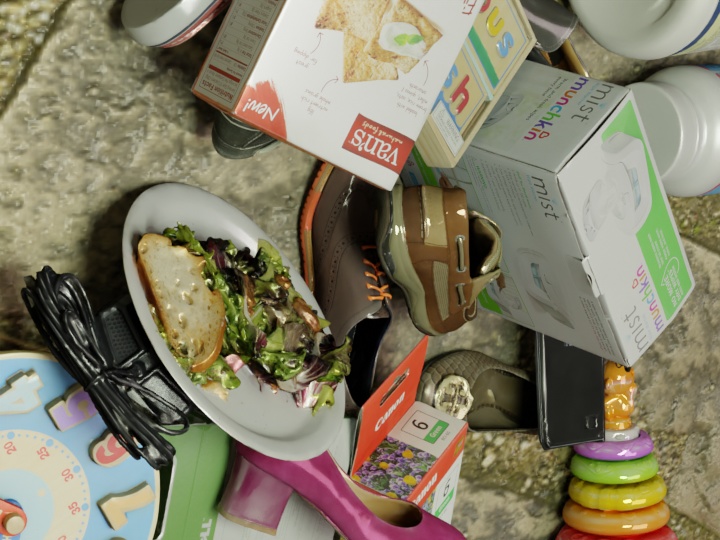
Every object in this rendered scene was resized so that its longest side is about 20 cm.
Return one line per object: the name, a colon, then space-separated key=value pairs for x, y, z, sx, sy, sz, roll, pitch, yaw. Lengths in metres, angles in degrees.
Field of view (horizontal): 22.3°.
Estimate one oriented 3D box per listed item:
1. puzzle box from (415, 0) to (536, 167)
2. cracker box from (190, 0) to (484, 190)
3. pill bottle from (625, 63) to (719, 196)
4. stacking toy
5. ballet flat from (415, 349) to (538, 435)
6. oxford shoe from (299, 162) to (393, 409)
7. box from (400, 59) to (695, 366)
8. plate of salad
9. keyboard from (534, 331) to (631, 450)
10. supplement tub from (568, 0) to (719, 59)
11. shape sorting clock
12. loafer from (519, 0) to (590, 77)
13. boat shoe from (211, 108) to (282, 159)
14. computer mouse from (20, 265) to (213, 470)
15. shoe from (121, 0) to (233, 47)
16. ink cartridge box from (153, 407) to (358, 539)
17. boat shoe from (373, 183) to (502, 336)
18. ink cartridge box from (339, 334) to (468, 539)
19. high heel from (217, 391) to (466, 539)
puzzle box: x=0.045 y=-0.184 z=1.204 sx=0.133 sy=0.025 sz=0.200 roll=-57 pitch=134 yaw=-29
cracker box: x=0.002 y=-0.165 z=1.100 sx=0.133 sy=0.058 sz=0.201 roll=23 pitch=96 yaw=-39
pill bottle: x=0.291 y=-0.118 z=1.528 sx=0.199 sy=0.108 sz=0.110 roll=-7 pitch=111 yaw=-45
stacking toy: x=0.222 y=0.172 z=1.589 sx=0.116 sy=0.109 sz=0.202 roll=-19 pitch=109 yaw=-59
ballet flat: x=0.115 y=0.106 z=1.473 sx=0.199 sy=0.046 sz=0.068 roll=14 pitch=96 yaw=-49
oxford shoe: x=0.000 y=0.000 z=1.286 sx=0.071 sy=0.072 sz=0.202 roll=-5 pitch=109 yaw=-46
box: x=0.128 y=-0.048 z=1.328 sx=0.097 sy=0.176 sz=0.201 roll=-47 pitch=134 yaw=-23
plate of salad: x=-0.070 y=0.026 z=1.155 sx=0.048 sy=0.201 sz=0.200 roll=-35 pitch=148 yaw=26
keyboard: x=0.184 y=0.043 z=1.507 sx=0.126 sy=0.021 sz=0.202 roll=-2 pitch=92 yaw=-41
supplement tub: x=0.268 y=-0.245 z=1.425 sx=0.199 sy=0.144 sz=0.146 roll=-14 pitch=115 yaw=-44
shape sorting clock: x=-0.212 y=0.147 z=1.100 sx=0.199 sy=0.039 sz=0.202 roll=-8 pitch=108 yaw=-25
loafer: x=0.126 y=-0.184 z=1.337 sx=0.200 sy=0.072 sz=0.073 roll=61 pitch=38 yaw=-45
boat shoe: x=-0.033 y=-0.142 z=1.208 sx=0.200 sy=0.071 sz=0.064 roll=-42 pitch=165 yaw=-39
computer mouse: x=-0.132 y=0.046 z=1.142 sx=0.139 sy=0.053 sz=0.200 roll=56 pitch=27 yaw=1
shoe: x=-0.062 y=-0.191 z=1.143 sx=0.201 sy=0.071 sz=0.091 roll=-54 pitch=132 yaw=-23
ink cartridge box: x=-0.097 y=0.143 z=1.250 sx=0.199 sy=0.059 sz=0.105 roll=3 pitch=103 yaw=-47
boat shoe: x=0.064 y=-0.006 z=1.282 sx=0.200 sy=0.073 sz=0.076 roll=50 pitch=33 yaw=-68
ink cartridge box: x=0.033 y=0.158 z=1.352 sx=0.109 sy=0.050 sz=0.201 roll=-45 pitch=151 yaw=-48
high heel: x=0.002 y=0.141 z=1.238 sx=0.199 sy=0.067 sz=0.096 roll=19 pitch=100 yaw=-23
